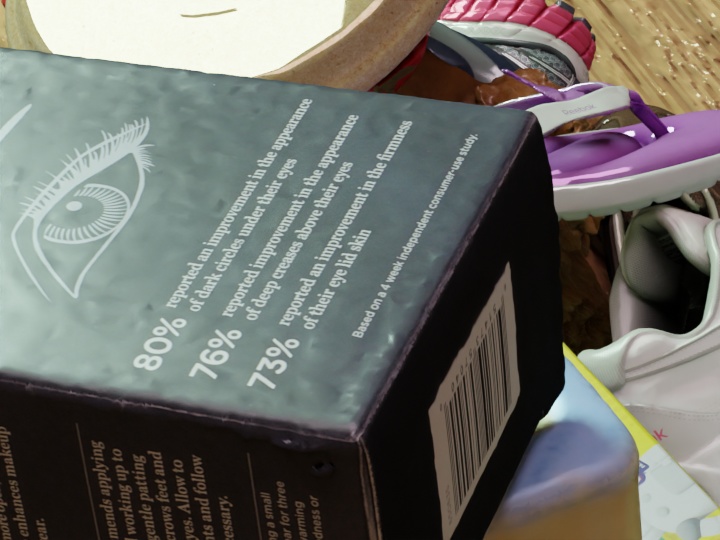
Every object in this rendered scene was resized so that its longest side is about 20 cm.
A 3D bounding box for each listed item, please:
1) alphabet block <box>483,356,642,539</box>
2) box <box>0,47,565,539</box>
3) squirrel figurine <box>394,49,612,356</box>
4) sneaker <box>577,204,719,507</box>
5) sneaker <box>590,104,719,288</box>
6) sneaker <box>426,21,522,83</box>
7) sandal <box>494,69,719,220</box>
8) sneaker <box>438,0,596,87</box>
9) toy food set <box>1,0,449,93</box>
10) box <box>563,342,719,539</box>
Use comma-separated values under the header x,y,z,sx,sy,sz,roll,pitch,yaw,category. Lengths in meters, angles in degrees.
x,y,z,sx,sy,sz,roll,pitch,yaw,category
-0.029,0.111,0.950,0.195,0.200,0.196,-17,38,-15,alphabet block
-0.060,0.024,0.815,0.200,0.104,0.148,9,40,21,box
0.000,0.000,1.153,0.200,0.142,0.187,5,44,20,squirrel figurine
0.144,0.005,1.081,0.078,0.099,0.200,-24,17,40,sneaker
0.130,-0.025,1.211,0.070,0.076,0.200,-7,37,-1,sneaker
-0.013,-0.091,1.243,0.200,0.070,0.082,25,3,18,sneaker
0.053,-0.047,1.076,0.202,0.050,0.082,-8,17,-5,sandal
0.003,-0.084,1.314,0.200,0.081,0.075,1,64,22,sneaker
-0.050,-0.120,1.159,0.198,0.049,0.200,-16,51,8,toy food set
0.104,0.119,0.986,0.048,0.117,0.200,-30,41,-13,box
